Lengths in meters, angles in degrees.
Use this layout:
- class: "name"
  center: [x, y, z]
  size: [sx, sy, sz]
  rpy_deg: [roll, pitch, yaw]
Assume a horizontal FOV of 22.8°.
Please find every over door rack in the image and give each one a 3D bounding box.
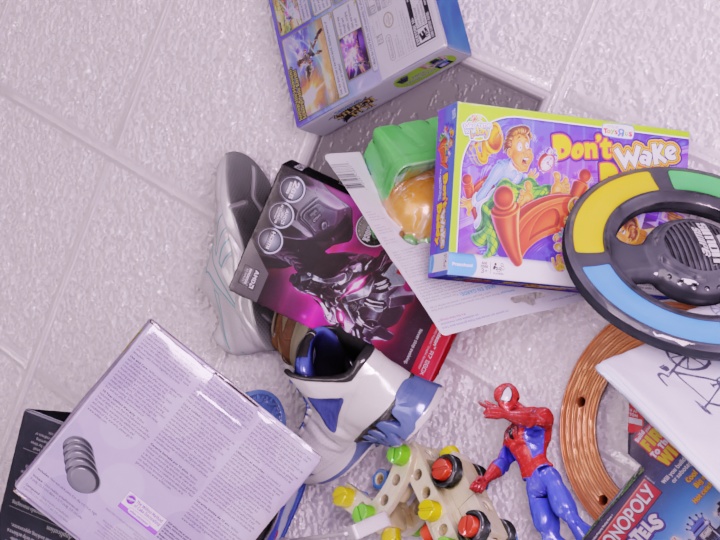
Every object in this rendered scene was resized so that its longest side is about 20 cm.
- class: "over door rack"
  center: [-0.025, 0.294, 1.526]
  size: [0.200, 0.067, 0.148]
  rpy_deg: [-25, 87, 54]

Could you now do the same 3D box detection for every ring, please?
- class: "ring"
  center: [0.246, 0.125, 1.414]
  size: [0.200, 0.019, 0.201]
  rpy_deg: [-6, 80, 38]

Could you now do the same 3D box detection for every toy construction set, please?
- class: "toy construction set"
  center: [0.065, 0.226, 1.500]
  size: [0.131, 0.092, 0.200]
  rpy_deg: [-47, 58, 22]

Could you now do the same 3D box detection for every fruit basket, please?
- class: "fruit basket"
  center: [0.089, -0.035, 1.473]
  size: [0.200, 0.185, 0.094]
  rpy_deg: [59, 144, 25]

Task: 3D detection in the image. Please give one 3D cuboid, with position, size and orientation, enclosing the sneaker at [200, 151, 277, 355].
- class: "sneaker"
  center: [-0.122, -0.015, 1.705]
  size: [0.080, 0.070, 0.201]
  rpy_deg: [-18, 73, 39]

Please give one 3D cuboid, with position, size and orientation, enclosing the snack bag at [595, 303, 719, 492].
- class: "snack bag"
  center: [0.291, 0.092, 1.278]
  size: [0.189, 0.200, 0.021]
  rpy_deg: [48, 141, 33]

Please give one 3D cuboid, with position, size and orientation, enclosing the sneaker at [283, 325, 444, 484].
- class: "sneaker"
  center: [-0.020, 0.105, 1.540]
  size: [0.115, 0.081, 0.199]
  rpy_deg: [43, 145, -7]

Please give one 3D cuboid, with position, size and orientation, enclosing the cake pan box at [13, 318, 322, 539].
- class: "cake pan box"
  center: [-0.159, 0.171, 1.509]
  size: [0.200, 0.052, 0.184]
  rpy_deg: [38, 89, -6]

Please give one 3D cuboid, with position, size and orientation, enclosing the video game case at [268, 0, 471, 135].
- class: "video game case"
  center: [0.000, -0.252, 1.653]
  size: [0.181, 0.045, 0.200]
  rpy_deg: [-25, 68, 33]

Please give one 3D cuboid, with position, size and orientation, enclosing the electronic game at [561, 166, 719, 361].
- class: "electronic game"
  center: [0.249, -0.008, 1.329]
  size: [0.200, 0.200, 0.042]
  rpy_deg: [48, 145, 33]

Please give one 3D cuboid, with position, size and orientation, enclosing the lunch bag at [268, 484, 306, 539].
- class: "lunch bag"
  center: [-0.137, 0.233, 1.679]
  size: [0.160, 0.076, 0.200]
  rpy_deg: [28, 101, 36]

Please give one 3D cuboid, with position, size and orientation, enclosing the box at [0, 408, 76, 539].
- class: "box"
  center: [-0.242, 0.237, 1.616]
  size: [0.107, 0.148, 0.200]
  rpy_deg: [15, 93, 35]

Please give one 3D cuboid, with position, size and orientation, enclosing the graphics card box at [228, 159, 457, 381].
- class: "graphics card box"
  center: [0.000, 0.000, 1.550]
  size: [0.200, 0.051, 0.126]
  rpy_deg: [26, 102, 5]

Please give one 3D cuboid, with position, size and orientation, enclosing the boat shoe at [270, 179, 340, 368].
- class: "boat shoe"
  center: [-0.036, -0.004, 1.630]
  size: [0.074, 0.076, 0.200]
  rpy_deg: [26, 99, 42]

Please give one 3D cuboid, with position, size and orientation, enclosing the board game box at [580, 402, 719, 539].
- class: "board game box"
  center: [0.260, 0.165, 1.322]
  size: [0.200, 0.062, 0.200]
  rpy_deg: [42, 126, 11]

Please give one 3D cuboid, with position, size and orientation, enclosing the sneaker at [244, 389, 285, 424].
- class: "sneaker"
  center: [-0.128, 0.201, 1.594]
  size: [0.078, 0.070, 0.200]
  rpy_deg: [-6, 62, 63]

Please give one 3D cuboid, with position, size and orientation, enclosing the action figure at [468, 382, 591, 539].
- class: "action figure"
  center: [0.132, 0.177, 1.432]
  size: [0.065, 0.099, 0.200]
  rpy_deg: [-45, 52, 39]

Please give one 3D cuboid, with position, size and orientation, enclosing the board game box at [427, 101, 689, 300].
- class: "board game box"
  center: [0.157, -0.052, 1.401]
  size: [0.045, 0.200, 0.135]
  rpy_deg: [167, 107, -72]
